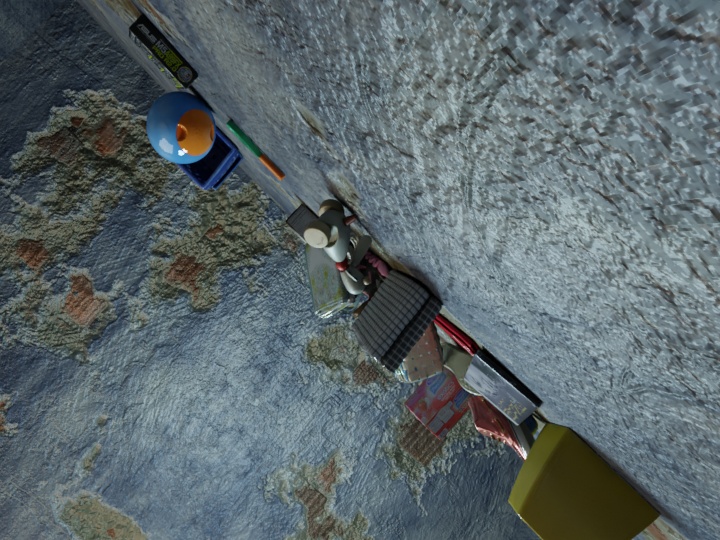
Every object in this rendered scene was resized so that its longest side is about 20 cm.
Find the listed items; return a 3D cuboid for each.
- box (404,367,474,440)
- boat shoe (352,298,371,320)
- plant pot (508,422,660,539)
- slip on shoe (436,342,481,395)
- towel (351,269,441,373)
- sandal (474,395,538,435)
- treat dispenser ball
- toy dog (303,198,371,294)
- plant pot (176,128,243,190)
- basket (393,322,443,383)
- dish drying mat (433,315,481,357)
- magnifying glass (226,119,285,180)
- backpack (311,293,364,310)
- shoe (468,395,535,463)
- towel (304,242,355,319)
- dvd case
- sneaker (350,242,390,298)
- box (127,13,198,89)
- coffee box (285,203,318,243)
[{"bbox_3d":[0.222,0.312,1.389,0.094,0.201,0.103,38,175,48],"label":"box"},{"bbox_3d":[0.055,0.095,1.270,0.075,0.075,0.201,48,-147,10],"label":"boat shoe"},{"bbox_3d":[0.393,0.432,1.029,0.200,0.177,0.200,43,177,13],"label":"plant pot"},{"bbox_3d":[0.251,0.230,1.283,0.060,0.076,0.200,20,-172,-27],"label":"slip on shoe"},{"bbox_3d":[0.067,0.100,1.082,0.085,0.167,0.200,37,178,-14],"label":"towel"},{"bbox_3d":[0.336,0.331,1.295,0.087,0.080,0.199,51,168,-31],"label":"sandal"},{"bbox_3d":[-0.525,-0.418,1.597,0.201,0.201,0.201,43,176,4],"label":"treat dispenser ball"},{"bbox_3d":[-0.020,-0.046,1.021,0.094,0.135,0.200,-6,151,30],"label":"toy dog"},{"bbox_3d":[-0.571,-0.435,2.054,0.200,0.201,0.180,43,-177,3],"label":"plant pot"},{"bbox_3d":[0.125,0.178,1.312,0.200,0.136,0.181,11,-118,-88],"label":"basket"},{"bbox_3d":[0.186,0.124,1.155,0.077,0.018,0.200,47,176,-38],"label":"dish drying mat"},{"bbox_3d":[-0.272,-0.312,1.412,0.200,0.022,0.080,47,176,-4],"label":"magnifying glass"},{"bbox_3d":[-0.037,0.026,1.449,0.125,0.169,0.200,35,-169,2],"label":"backpack"},{"bbox_3d":[0.318,0.356,1.207,0.071,0.090,0.203,17,-138,-58],"label":"shoe"},{"bbox_3d":[-0.073,-0.001,1.281,0.170,0.047,0.205,-29,68,58],"label":"towel"},{"bbox_3d":[0.278,0.241,1.094,0.148,0.016,0.201,40,164,19],"label":"dvd case"},{"bbox_3d":[0.000,0.000,1.256,0.079,0.096,0.200,43,179,-34],"label":"sneaker"},{"bbox_3d":[-0.451,-0.490,1.237,0.160,0.044,0.200,46,176,-28],"label":"box"},{"bbox_3d":[-0.124,-0.096,1.656,0.200,0.080,0.115,43,176,20],"label":"coffee box"}]
